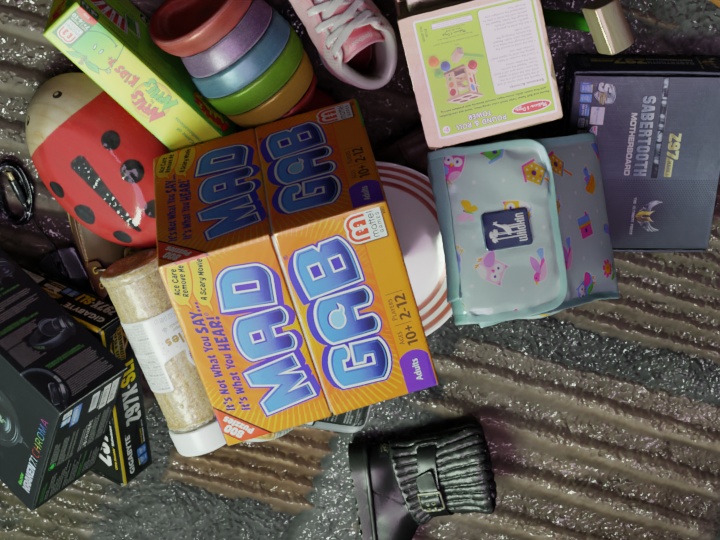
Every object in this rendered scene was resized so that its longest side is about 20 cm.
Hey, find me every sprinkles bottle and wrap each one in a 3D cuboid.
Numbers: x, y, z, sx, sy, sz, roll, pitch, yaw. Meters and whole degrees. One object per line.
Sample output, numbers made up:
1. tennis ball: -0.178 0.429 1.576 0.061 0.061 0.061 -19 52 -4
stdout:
1. sprinkles bottle: -0.184 0.080 1.626 0.068 0.068 0.200 -20 107 9

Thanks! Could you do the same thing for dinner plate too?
1. dinner plate: 0.012 -0.015 1.655 0.200 0.024 0.201 0 113 -1

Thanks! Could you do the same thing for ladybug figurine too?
1. ladybug figurine: -0.242 -0.098 1.598 0.200 0.072 0.136 45 113 -7

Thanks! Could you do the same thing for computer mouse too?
1. computer mouse: -0.315 -0.024 1.698 0.059 0.034 0.200 -25 118 13

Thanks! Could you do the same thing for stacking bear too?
1. stacking bear: -0.091 -0.181 1.579 0.121 0.114 0.200 -32 122 15

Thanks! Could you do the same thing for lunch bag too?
1. lunch bag: 0.143 -0.038 1.562 0.122 0.200 0.171 -8 90 40

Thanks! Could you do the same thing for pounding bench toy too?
1. pounding bench toy: 0.140 -0.216 1.534 0.200 0.156 0.124 -13 113 5

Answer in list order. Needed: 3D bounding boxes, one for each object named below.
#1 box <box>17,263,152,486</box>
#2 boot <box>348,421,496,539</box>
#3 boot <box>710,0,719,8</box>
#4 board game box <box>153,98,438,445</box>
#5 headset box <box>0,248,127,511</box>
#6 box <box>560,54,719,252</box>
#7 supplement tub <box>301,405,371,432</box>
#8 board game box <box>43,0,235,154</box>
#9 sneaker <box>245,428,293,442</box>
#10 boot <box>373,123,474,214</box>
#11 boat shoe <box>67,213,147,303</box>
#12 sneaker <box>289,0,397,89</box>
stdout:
1. box: -0.295 0.107 1.715 0.159 0.049 0.200 20 129 30
2. boot: 0.076 0.271 1.866 0.157 0.079 0.211 -8 120 2
3. boot: 0.379 -0.231 1.540 0.200 0.155 0.077 38 113 -22
4. board game box: -0.061 -0.001 1.516 0.199 0.200 0.200 -17 122 1
5. headset box: -0.345 0.103 1.650 0.200 0.093 0.174 42 138 15
6. box: 0.277 -0.115 1.664 0.157 0.051 0.200 1 120 -4
7. supplement tub: -0.087 0.096 1.729 0.200 0.123 0.123 9 120 -8
8. board game box: -0.202 -0.188 1.567 0.048 0.102 0.200 -39 115 19
9. sneaker: -0.053 0.105 1.635 0.200 0.088 0.076 -25 88 -31
10. boot: 0.039 -0.049 1.684 0.200 0.064 0.187 -23 109 8
11. boat shoe: -0.238 0.002 1.683 0.072 0.068 0.200 -21 107 -4
12. sneaker: -0.026 -0.250 1.530 0.075 0.105 0.200 -33 121 -6
